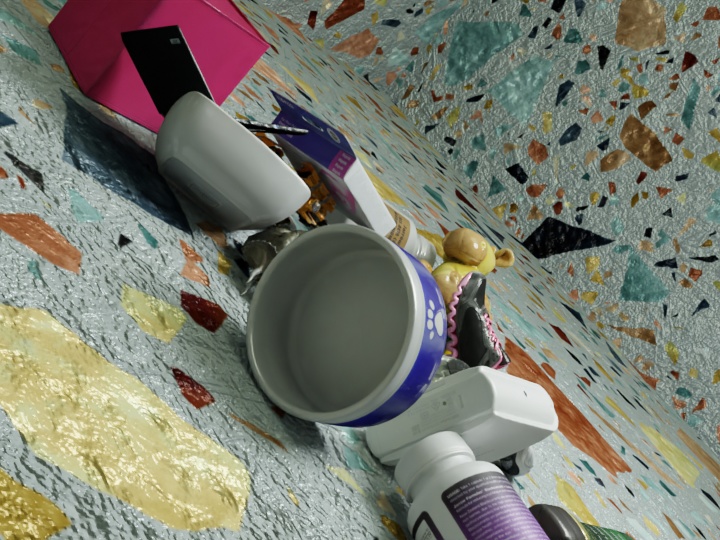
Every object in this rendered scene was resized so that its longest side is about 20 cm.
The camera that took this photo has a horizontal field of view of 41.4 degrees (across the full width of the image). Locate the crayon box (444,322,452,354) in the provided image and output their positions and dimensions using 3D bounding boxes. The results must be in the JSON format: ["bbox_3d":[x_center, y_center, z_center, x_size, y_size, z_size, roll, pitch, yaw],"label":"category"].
[{"bbox_3d":[0.079,0.076,1.407,0.127,0.051,0.200,27,8,21],"label":"crayon box"}]

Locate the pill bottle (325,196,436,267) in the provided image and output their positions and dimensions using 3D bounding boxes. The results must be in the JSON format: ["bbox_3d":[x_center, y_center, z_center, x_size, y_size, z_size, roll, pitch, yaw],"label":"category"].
[{"bbox_3d":[0.029,-0.055,1.587,0.200,0.114,0.114,34,17,-32],"label":"pill bottle"}]

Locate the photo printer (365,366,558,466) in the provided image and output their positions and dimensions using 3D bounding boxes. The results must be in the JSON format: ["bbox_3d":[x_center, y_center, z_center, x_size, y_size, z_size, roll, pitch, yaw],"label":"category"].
[{"bbox_3d":[0.125,0.177,1.091,0.200,0.166,0.070,24,45,-54],"label":"photo printer"}]

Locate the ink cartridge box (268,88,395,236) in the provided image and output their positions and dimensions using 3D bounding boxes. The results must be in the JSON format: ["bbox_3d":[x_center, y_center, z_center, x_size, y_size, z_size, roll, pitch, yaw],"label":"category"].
[{"bbox_3d":[-0.053,-0.154,1.402,0.196,0.043,0.200,38,-12,42],"label":"ink cartridge box"}]

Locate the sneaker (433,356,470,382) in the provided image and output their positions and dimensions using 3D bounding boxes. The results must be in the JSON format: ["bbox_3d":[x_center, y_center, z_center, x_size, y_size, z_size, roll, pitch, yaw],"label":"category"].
[{"bbox_3d":[0.058,0.124,1.238,0.086,0.078,0.200,2,-27,41],"label":"sneaker"}]

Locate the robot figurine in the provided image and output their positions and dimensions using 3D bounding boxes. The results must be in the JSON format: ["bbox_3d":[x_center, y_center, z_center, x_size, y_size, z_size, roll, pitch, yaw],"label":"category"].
[{"bbox_3d":[-0.107,-0.135,1.417,0.200,0.058,0.145,38,-14,48],"label":"robot figurine"}]

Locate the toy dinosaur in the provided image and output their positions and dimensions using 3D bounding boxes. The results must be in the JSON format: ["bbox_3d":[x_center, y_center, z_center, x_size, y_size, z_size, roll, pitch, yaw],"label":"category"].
[{"bbox_3d":[-0.110,-0.027,1.207,0.102,0.077,0.200,3,14,-16],"label":"toy dinosaur"}]

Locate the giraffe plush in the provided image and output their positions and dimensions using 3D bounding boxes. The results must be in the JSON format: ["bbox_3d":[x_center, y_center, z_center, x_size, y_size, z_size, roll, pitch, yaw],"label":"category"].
[{"bbox_3d":[0.160,0.006,1.521,0.172,0.162,0.200,33,-17,3],"label":"giraffe plush"}]

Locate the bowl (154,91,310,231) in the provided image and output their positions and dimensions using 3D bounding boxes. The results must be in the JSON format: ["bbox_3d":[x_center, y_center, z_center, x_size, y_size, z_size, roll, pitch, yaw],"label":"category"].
[{"bbox_3d":[-0.175,-0.121,1.203,0.200,0.075,0.200,40,-16,-16],"label":"bowl"}]

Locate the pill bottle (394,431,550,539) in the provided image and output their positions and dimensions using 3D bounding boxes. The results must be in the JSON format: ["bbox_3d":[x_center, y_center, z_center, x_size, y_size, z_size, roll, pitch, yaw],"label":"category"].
[{"bbox_3d":[0.115,0.258,0.927,0.111,0.111,0.200,26,22,-48],"label":"pill bottle"}]

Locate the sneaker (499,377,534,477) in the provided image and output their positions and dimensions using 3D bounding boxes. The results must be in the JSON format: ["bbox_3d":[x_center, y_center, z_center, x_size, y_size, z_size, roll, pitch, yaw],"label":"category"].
[{"bbox_3d":[0.167,0.216,1.261,0.200,0.113,0.076,79,-1,-49],"label":"sneaker"}]

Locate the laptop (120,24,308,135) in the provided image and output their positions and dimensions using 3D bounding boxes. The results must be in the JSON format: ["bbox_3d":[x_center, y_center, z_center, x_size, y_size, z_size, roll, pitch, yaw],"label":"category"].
[{"bbox_3d":[-0.190,-0.240,1.230,0.200,0.104,0.177,4,7,-37],"label":"laptop"}]

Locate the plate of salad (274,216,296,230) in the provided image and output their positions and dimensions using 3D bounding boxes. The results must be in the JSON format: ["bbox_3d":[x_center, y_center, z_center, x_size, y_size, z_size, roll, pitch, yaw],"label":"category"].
[{"bbox_3d":[-0.167,-0.127,1.380,0.200,0.048,0.200,47,-8,9],"label":"plate of salad"}]

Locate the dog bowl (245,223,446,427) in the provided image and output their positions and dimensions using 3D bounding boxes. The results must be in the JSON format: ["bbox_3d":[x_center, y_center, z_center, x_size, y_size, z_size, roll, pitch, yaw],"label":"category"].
[{"bbox_3d":[-0.015,0.058,0.975,0.200,0.200,0.079,52,14,32],"label":"dog bowl"}]

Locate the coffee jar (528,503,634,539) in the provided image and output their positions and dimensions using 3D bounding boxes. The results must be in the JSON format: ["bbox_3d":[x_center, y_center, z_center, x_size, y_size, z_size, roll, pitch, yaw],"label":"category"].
[{"bbox_3d":[0.238,0.329,1.070,0.200,0.104,0.085,30,16,-42],"label":"coffee jar"}]

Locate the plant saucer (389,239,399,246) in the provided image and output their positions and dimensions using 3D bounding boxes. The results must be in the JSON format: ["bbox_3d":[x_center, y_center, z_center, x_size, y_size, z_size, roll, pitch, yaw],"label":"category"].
[{"bbox_3d":[0.000,0.000,1.324,0.200,0.035,0.201,11,37,-9],"label":"plant saucer"}]

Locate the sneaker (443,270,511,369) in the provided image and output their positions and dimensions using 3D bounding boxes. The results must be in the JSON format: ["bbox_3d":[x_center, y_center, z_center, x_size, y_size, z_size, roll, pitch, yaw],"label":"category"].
[{"bbox_3d":[0.168,0.102,1.334,0.095,0.201,0.079,7,0,25],"label":"sneaker"}]

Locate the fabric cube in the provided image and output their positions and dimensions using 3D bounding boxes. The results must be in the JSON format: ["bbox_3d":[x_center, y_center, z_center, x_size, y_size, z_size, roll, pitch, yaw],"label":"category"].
[{"bbox_3d":[-0.292,-0.338,1.372,0.196,0.199,0.200,24,23,-49],"label":"fabric cube"}]
